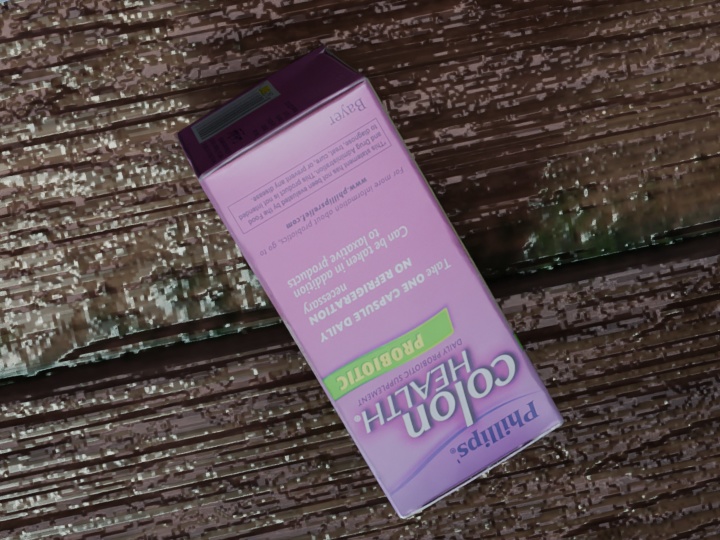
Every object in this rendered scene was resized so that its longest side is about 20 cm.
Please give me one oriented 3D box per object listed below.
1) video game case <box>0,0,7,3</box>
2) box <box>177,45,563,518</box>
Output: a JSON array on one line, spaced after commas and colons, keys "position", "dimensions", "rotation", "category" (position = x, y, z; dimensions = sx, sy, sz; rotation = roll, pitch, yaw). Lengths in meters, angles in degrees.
[{"position": [-0.275, -0.203, 1.228], "dimensions": [0.200, 0.045, 0.182], "rotation": [-19, 103, -4], "category": "video game case"}, {"position": [0.000, 0.000, 1.234], "dimensions": [0.097, 0.176, 0.200], "rotation": [-32, 103, -1], "category": "box"}]
